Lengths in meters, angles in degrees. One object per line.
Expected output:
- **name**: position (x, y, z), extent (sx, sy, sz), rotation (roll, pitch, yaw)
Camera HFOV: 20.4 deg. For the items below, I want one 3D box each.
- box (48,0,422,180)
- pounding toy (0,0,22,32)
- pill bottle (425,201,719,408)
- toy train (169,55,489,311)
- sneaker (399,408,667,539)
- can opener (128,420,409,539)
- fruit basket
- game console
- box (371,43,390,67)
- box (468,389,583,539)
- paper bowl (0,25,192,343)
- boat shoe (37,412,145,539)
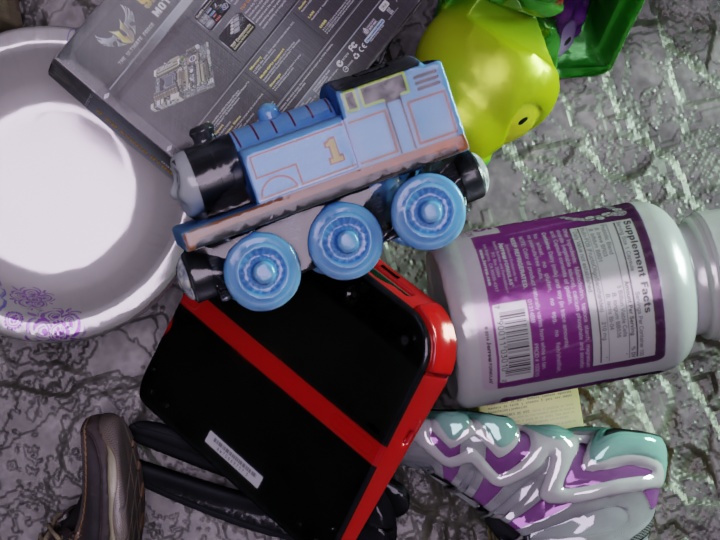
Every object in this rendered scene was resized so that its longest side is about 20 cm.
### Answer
- **box**: position (-0.075, -0.152, 1.264), extent (0.158, 0.048, 0.201), rotation (39, 77, -6)
- **pounding toy**: position (-0.298, -0.220, 1.288), extent (0.198, 0.184, 0.144), rotation (-12, 89, 3)
- **pill bottle**: position (0.148, 0.017, 1.286), extent (0.198, 0.112, 0.113), rotation (-10, 88, -6)
- **toy train**: position (-0.024, -0.051, 1.198), extent (0.198, 0.087, 0.115), rotation (-20, 96, -7)
- **sneaker**: position (0.097, 0.165, 1.291), extent (0.198, 0.078, 0.141), rotation (7, 87, -2)
- **can opener**: position (-0.067, 0.149, 1.337), extent (0.198, 0.079, 0.064), rotation (11, 90, 6)
- **fruit basket**: position (0.105, -0.155, 1.293), extent (0.154, 0.216, 0.218), rotation (0, 87, -5)
- **game console**: position (-0.042, 0.060, 1.279), extent (0.200, 0.031, 0.178), rotation (37, 109, 32)
- **box**: position (-0.048, -0.240, 1.348), extent (0.199, 0.079, 0.142), rotation (26, 89, -3)
- **box**: position (0.114, 0.113, 1.359), extent (0.075, 0.050, 0.202), rotation (-10, 88, -6)
- **paper bowl**: position (-0.201, -0.053, 1.314), extent (0.199, 0.104, 0.203), rotation (0, 87, -4)
- **boat shoe**: position (-0.182, 0.193, 1.309), extent (0.073, 0.075, 0.202), rotation (2, 98, 3)
